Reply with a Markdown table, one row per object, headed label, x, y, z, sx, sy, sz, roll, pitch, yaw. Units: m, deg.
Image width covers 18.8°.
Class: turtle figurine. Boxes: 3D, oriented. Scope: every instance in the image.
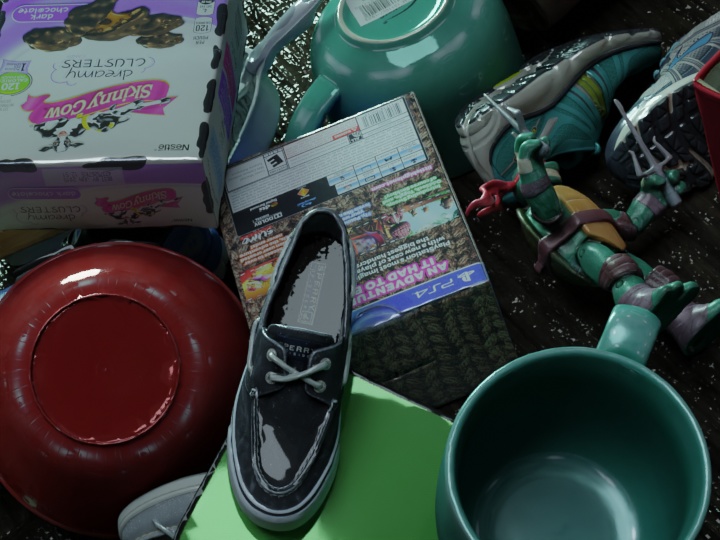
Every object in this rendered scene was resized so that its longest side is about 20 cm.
| label | x | y | z | sx | sy | sz | roll | pitch | yaw |
| --- | --- | --- | --- | --- | --- | --- | --- | --- | --- |
| turtle figurine | 0.156 | -0.033 | 1.424 | 0.149 | 0.101 | 0.200 | -4 | 45 | -43 |

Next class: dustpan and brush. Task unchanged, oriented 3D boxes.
| label | x | y | z | sx | sy | sz | roll | pitch | yaw |
| --- | --- | --- | --- | --- | --- | --- | --- | --- | --- |
| dustpan and brush | -0.089 | -0.133 | 1.614 | 0.200 | 0.057 | 0.140 | -37 | 42 | 16 |

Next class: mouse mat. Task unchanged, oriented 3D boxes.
| label | x | y | z | sx | sy | sz | roll | pitch | yaw |
| --- | --- | --- | --- | --- | --- | --- | --- | --- | --- |
| mouse mat | 0.004 | 0.148 | 1.332 | 0.199 | 0.008 | 0.161 | 25 | 66 | 9 |

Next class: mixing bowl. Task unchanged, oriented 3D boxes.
| label | x | y | z | sx | sy | sz | roll | pitch | yaw |
| --- | --- | --- | --- | --- | --- | --- | --- | --- | --- |
| mixing bowl | -0.160 | 0.071 | 1.403 | 0.199 | 0.108 | 0.202 | 0 | 81 | -1 |

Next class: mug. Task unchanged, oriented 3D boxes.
| label | x | y | z | sx | sy | sz | roll | pitch | yaw |
| --- | --- | --- | --- | --- | --- | --- | --- | --- | --- |
| mug | 0.132 | 0.130 | 1.271 | 0.184 | 0.115 | 0.152 | -31 | 68 | -18 |
| mug | 0.034 | -0.144 | 1.582 | 0.151 | 0.115 | 0.186 | 5 | 52 | 26 |

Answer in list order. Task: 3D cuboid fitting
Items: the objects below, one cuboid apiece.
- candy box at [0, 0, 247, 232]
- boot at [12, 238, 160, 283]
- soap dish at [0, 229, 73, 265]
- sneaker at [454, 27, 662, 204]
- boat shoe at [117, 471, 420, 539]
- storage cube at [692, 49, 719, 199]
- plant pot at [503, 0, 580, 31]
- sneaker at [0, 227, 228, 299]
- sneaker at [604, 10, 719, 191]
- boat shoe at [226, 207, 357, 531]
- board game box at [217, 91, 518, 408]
| label | x | y | z | sx | sy | sz | roll | pitch | yaw |
| --- | --- | --- | --- | --- | --- | --- | --- | --- | --- |
| candy box | -0.174 | -0.124 | 1.521 | 0.167 | 0.072 | 0.201 | -1 | 50 | 7 |
| boot | -0.219 | 0.059 | 1.491 | 0.199 | 0.070 | 0.132 | -17 | 84 | -6 |
| soap dish | -0.224 | -0.112 | 1.652 | 0.157 | 0.081 | 0.201 | -21 | 42 | 34 |
| sneaker | 0.145 | -0.115 | 1.545 | 0.200 | 0.080 | 0.077 | -35 | 15 | -33 |
| boat shoe | -0.057 | 0.171 | 1.365 | 0.201 | 0.075 | 0.065 | -1 | 53 | 8 |
| storage cube | 0.338 | -0.080 | 1.356 | 0.199 | 0.180 | 0.171 | 27 | 64 | 37 |
| plant pot | 0.137 | -0.284 | 1.633 | 0.199 | 0.200 | 0.174 | 25 | 78 | 37 |
| sneaker | -0.200 | -0.001 | 1.565 | 0.199 | 0.089 | 0.079 | -24 | 45 | 3 |
| sneaker | 0.242 | -0.126 | 1.527 | 0.200 | 0.078 | 0.086 | -38 | 29 | -17 |
| boat shoe | -0.037 | 0.057 | 1.330 | 0.071 | 0.068 | 0.201 | 12 | 66 | 3 |
| board game box | 0.000 | 0.000 | 1.477 | 0.159 | 0.097 | 0.201 | -21 | 45 | 3 |
